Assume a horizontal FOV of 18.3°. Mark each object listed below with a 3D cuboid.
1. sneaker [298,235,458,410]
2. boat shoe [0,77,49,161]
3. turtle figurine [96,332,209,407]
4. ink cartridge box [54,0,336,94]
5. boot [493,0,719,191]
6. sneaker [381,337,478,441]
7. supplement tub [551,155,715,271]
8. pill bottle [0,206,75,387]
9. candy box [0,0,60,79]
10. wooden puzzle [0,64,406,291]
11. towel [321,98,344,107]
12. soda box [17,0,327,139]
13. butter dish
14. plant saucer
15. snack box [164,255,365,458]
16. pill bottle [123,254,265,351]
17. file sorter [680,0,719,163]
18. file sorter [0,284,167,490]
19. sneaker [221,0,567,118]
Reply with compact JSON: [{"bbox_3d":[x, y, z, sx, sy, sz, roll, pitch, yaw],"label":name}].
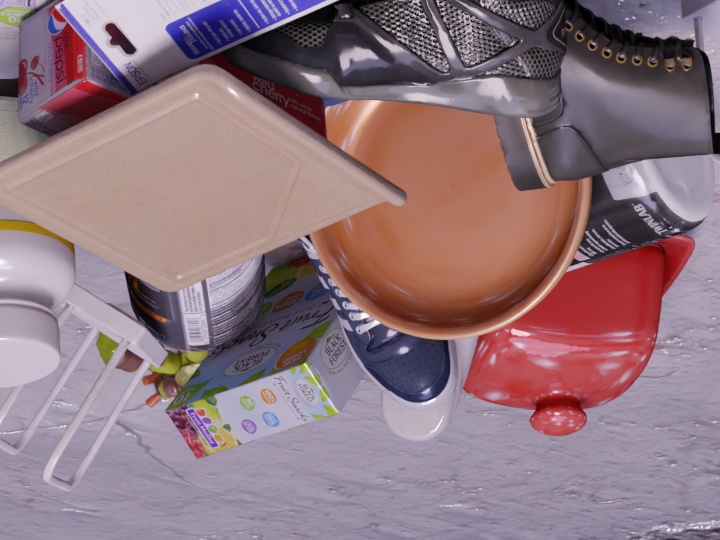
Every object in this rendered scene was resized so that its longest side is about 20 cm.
[{"bbox_3d":[0.000,0.000,1.547,0.070,0.201,0.109,-28,161,5],"label":"sneaker"},{"bbox_3d":[-0.228,-0.101,1.397,0.199,0.061,0.072,15,124,14],"label":"boat shoe"},{"bbox_3d":[-0.144,0.080,1.880,0.199,0.065,0.161,-20,150,34],"label":"turtle figurine"},{"bbox_3d":[-0.059,-0.170,1.198,0.199,0.039,0.100,-23,149,9],"label":"ink cartridge box"},{"bbox_3d":[0.141,-0.146,1.339,0.137,0.078,0.201,-7,130,17],"label":"boot"},{"bbox_3d":[0.064,0.026,1.663,0.075,0.202,0.088,16,-178,17],"label":"sneaker"},{"bbox_3d":[0.130,-0.060,1.527,0.199,0.124,0.122,-18,151,32],"label":"supplement tub"},{"bbox_3d":[-0.243,-0.031,1.460,0.110,0.202,0.112,-6,156,-3],"label":"pill bottle"},{"bbox_3d":[-0.135,-0.186,1.294,0.166,0.072,0.200,0,155,-7],"label":"candy box"},{"bbox_3d":[-0.101,-0.054,1.293,0.199,0.038,0.185,-18,150,30],"label":"wooden puzzle"},{"bbox_3d":[-0.003,-0.170,1.351,0.111,0.049,0.200,-17,158,-14],"label":"towel"},{"bbox_3d":[-0.107,-0.095,1.323,0.063,0.071,0.199,-26,147,36],"label":"soda box"},{"bbox_3d":[0.151,0.057,1.752,0.197,0.149,0.200,3,155,-11],"label":"butter dish"},{"bbox_3d":[0.058,-0.057,1.462,0.199,0.202,0.037,-12,177,21],"label":"plant saucer"},{"bbox_3d":[-0.042,0.049,1.678,0.142,0.200,0.053,-22,111,36],"label":"snack box"},{"bbox_3d":[-0.122,-0.027,1.601,0.105,0.107,0.200,-1,155,-1],"label":"pill bottle"},{"bbox_3d":[0.324,-0.112,1.425,0.199,0.126,0.138,19,149,-39],"label":"file sorter"},{"bbox_3d":[-0.259,0.048,1.582,0.199,0.125,0.139,32,173,6],"label":"file sorter"},{"bbox_3d":[0.021,-0.153,1.260,0.197,0.076,0.115,5,116,-2],"label":"sneaker"}]
